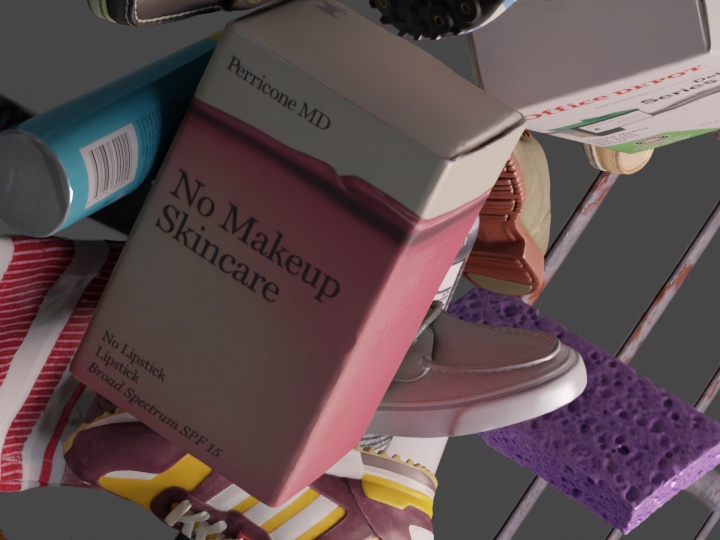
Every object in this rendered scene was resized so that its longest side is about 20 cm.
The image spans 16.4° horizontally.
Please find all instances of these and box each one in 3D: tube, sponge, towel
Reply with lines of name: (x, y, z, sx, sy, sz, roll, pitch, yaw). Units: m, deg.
tube: (-0.095, -0.071, 1.176, 0.200, 0.050, 0.078, -32, 156, -51)
sponge: (0.123, 0.084, 1.575, 0.111, 0.200, 0.030, -31, 144, -43)
towel: (-0.157, 0.049, 1.238, 0.200, 0.023, 0.144, 4, 116, -62)

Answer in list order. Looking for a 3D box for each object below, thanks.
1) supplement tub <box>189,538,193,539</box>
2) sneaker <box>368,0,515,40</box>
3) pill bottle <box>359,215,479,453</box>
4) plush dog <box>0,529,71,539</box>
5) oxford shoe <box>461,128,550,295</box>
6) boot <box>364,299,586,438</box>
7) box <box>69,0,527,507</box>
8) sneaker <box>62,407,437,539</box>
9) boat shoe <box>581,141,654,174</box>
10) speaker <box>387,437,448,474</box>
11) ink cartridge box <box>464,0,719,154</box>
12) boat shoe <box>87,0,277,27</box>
supplement tub: (-0.098, 0.260, 1.477, 0.200, 0.132, 0.132, -52, 155, -7)
sneaker: (0.082, -0.179, 1.254, 0.200, 0.072, 0.072, -34, 178, 39)
pill bottle: (0.000, 0.000, 1.361, 0.106, 0.106, 0.201, -17, 136, -53)
plush dog: (-0.171, 0.216, 1.314, 0.200, 0.160, 0.172, -49, 176, -38)
oxford shoe: (0.075, -0.061, 1.492, 0.200, 0.070, 0.074, 71, 32, -60)
boot: (0.012, 0.029, 1.270, 0.074, 0.199, 0.096, -61, 144, -63)
box: (-0.031, -0.012, 1.183, 0.201, 0.128, 0.109, -64, 166, 24)
sneaker: (-0.056, 0.128, 1.268, 0.075, 0.199, 0.090, 130, -32, -64)
boat shoe: (0.193, -0.132, 1.590, 0.074, 0.069, 0.200, -36, 149, -36)
speaker: (0.001, 0.139, 1.564, 0.081, 0.081, 0.201, -25, 141, -48)
ink cartridge box: (0.167, -0.131, 1.432, 0.200, 0.146, 0.085, 5, 72, -59)
boat shoe: (-0.039, -0.157, 1.140, 0.201, 0.066, 0.072, -32, 145, -44)
